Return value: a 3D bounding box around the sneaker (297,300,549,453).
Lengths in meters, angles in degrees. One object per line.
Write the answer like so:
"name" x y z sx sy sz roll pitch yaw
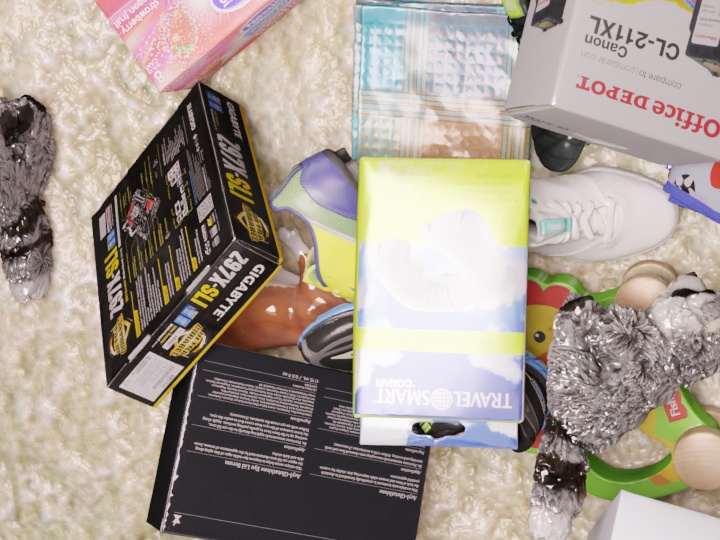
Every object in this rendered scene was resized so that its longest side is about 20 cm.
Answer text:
"sneaker" 0.049 0.080 0.896 0.197 0.084 0.071 19 146 -7

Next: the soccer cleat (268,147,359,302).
"soccer cleat" 0.000 -0.001 0.931 0.083 0.065 0.201 -34 118 -3

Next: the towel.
"towel" 0.062 -0.109 0.952 0.144 0.022 0.203 4 102 12

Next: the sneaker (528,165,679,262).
"sneaker" 0.144 -0.038 0.902 0.197 0.089 0.076 4 103 -2

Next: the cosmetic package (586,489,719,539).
"cosmetic package" 0.244 0.221 0.890 0.149 0.200 0.052 13 71 8

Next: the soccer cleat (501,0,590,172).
"soccer cleat" 0.136 -0.174 0.885 0.080 0.067 0.203 1 95 -29

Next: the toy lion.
"toy lion" 0.174 0.090 0.951 0.190 0.069 0.202 -21 96 22

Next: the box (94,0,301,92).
"box" -0.094 -0.235 0.922 0.199 0.095 0.103 -35 93 16

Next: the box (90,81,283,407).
"box" -0.138 -0.025 0.921 0.049 0.201 0.160 25 119 -33

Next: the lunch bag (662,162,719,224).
"lunch bag" 0.329 -0.094 0.849 0.198 0.123 0.172 27 107 22

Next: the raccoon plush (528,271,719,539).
"raccoon plush" 0.201 0.098 0.842 0.132 0.097 0.203 7 89 24

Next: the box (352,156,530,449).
"box" 0.056 0.024 0.844 0.120 0.048 0.203 1 90 6

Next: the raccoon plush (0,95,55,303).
"raccoon plush" -0.336 -0.073 1.007 0.132 0.097 0.203 10 105 19

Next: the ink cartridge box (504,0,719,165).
"ink cartridge box" 0.198 -0.186 0.828 0.144 0.083 0.203 14 91 -17

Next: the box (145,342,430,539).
"box" -0.051 0.144 0.937 0.197 0.079 0.143 14 78 -17

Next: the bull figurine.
"bull figurine" -0.091 0.022 0.985 0.197 0.065 0.123 -8 107 9
